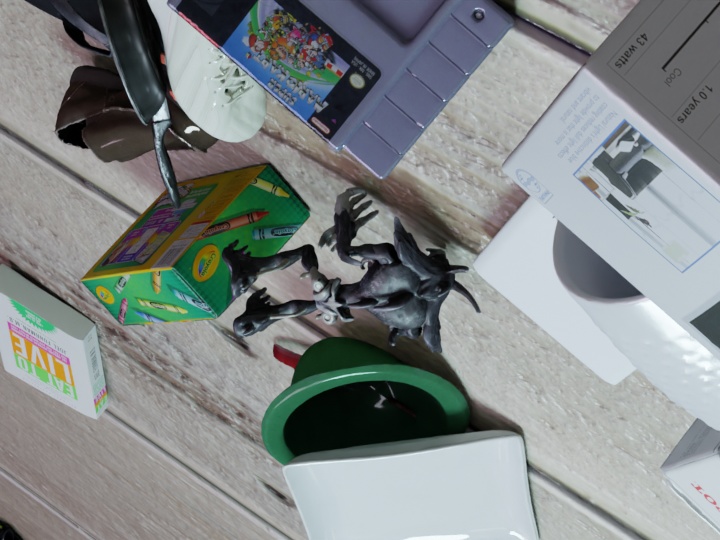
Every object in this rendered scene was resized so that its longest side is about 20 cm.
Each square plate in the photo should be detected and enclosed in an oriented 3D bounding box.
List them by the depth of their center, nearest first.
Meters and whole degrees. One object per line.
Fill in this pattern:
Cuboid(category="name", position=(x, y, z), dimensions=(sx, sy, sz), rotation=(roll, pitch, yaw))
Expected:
Cuboid(category="square plate", position=(0.046, 0.194, 1.675), dimensions=(0.199, 0.029, 0.198), rotation=(-7, 145, 5))

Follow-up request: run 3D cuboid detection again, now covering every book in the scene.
Cuboid(category="book", position=(-0.350, 0.083, 2.224), dimensions=(0.133, 0.048, 0.200), rotation=(31, 154, 15))

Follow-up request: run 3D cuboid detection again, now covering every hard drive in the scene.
Cuboid(category="hard drive", position=(0.156, 0.000, 1.280), dimensions=(0.132, 0.027, 0.200), rotation=(40, 157, 2))

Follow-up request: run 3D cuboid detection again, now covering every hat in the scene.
Cuboid(category="hat", position=(-0.012, 0.068, 1.676), dimensions=(0.199, 0.177, 0.166), rotation=(-16, 139, 15))

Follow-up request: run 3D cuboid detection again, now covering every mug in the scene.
Cuboid(category="mug", position=(0.232, 0.005, 1.045), dimensions=(0.200, 0.148, 0.175), rotation=(-23, 126, 32))

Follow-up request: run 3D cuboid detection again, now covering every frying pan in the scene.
Cuboid(category="frying pan", position=(-0.151, -0.125, 1.395), dimensions=(0.115, 0.031, 0.191), rotation=(-98, -10, -76))

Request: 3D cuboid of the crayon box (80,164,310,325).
Cuboid(category="crayon box", position=(-0.138, -0.018, 1.597), dimensions=(0.058, 0.119, 0.200), rotation=(49, 157, -18))

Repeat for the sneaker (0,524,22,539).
Cuboid(category="sneaker", position=(-0.607, 0.438, 3.266), dimensions=(0.200, 0.072, 0.083), rotation=(41, 134, -2))

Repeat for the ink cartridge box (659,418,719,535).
Cuboid(category="ink cartridge box", position=(0.298, 0.130, 1.213), dimensions=(0.146, 0.085, 0.200), rotation=(43, 156, -4))

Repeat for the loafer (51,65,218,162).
Cuboid(category="loafer", position=(-0.175, -0.110, 1.536), dimensions=(0.073, 0.071, 0.200), rotation=(35, 168, -33))

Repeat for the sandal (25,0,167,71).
Cuboid(category="sandal", position=(-0.214, -0.195, 1.499), dimensions=(0.200, 0.043, 0.076), rotation=(27, 153, 31))

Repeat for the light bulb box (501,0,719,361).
Cuboid(category="light bulb box", position=(0.208, -0.065, 0.858), dimensions=(0.200, 0.198, 0.125), rotation=(42, 159, 2))

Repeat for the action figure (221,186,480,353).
Cuboid(category="action figure", position=(0.000, 0.000, 1.444), dimensions=(0.199, 0.102, 0.119), rotation=(-4, 128, 24))

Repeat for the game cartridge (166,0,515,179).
Cuboid(category="game cartridge", position=(-0.024, -0.163, 1.159), dimensions=(0.200, 0.130, 0.038), rotation=(40, -168, 1))

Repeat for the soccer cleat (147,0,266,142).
Cuboid(category="soccer cleat", position=(-0.101, -0.161, 1.354), dimensions=(0.077, 0.069, 0.200), rotation=(19, 146, 36))
